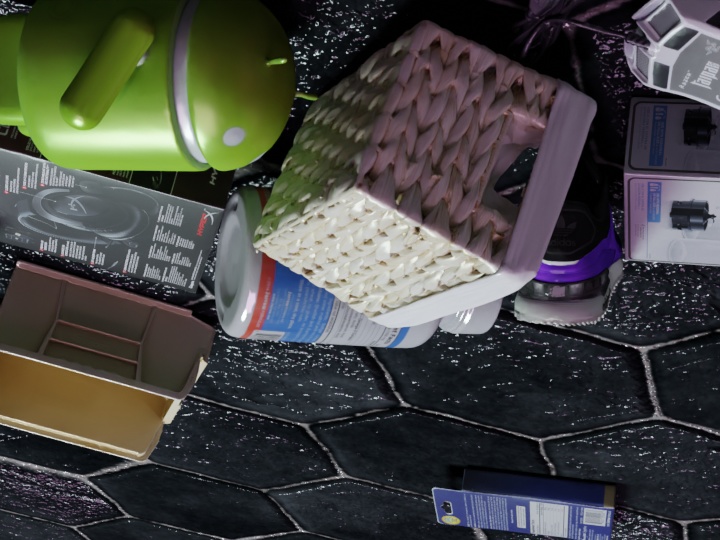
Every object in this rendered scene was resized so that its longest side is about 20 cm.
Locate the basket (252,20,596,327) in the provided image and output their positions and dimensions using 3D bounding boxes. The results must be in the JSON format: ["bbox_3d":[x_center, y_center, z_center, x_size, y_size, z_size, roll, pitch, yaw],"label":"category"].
[{"bbox_3d":[0.032,-0.057,0.858,0.123,0.136,0.200,28,160,-18],"label":"basket"}]

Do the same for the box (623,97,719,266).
[{"bbox_3d":[0.274,-0.053,0.882,0.200,0.060,0.117,4,151,12],"label":"box"}]

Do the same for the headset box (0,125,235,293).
[{"bbox_3d":[-0.200,-0.068,1.008,0.200,0.077,0.149,16,151,-7],"label":"headset box"}]

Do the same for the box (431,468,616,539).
[{"bbox_3d":[0.184,0.264,1.528,0.200,0.032,0.121,4,151,10],"label":"box"}]

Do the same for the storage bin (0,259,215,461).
[{"bbox_3d":[-0.262,0.095,1.314,0.198,0.094,0.200,18,151,-11],"label":"storage bin"}]

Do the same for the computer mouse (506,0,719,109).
[{"bbox_3d":[0.192,-0.134,0.785,0.200,0.044,0.110,18,147,-1],"label":"computer mouse"}]

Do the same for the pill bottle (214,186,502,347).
[{"bbox_3d":[0.000,0.000,1.008,0.200,0.112,0.112,4,155,-19],"label":"pill bottle"}]

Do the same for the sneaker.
[{"bbox_3d":[0.141,-0.036,0.902,0.070,0.100,0.200,1,-165,9],"label":"sneaker"}]

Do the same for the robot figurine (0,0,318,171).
[{"bbox_3d":[-0.131,-0.120,0.844,0.200,0.116,0.175,2,173,14],"label":"robot figurine"}]
